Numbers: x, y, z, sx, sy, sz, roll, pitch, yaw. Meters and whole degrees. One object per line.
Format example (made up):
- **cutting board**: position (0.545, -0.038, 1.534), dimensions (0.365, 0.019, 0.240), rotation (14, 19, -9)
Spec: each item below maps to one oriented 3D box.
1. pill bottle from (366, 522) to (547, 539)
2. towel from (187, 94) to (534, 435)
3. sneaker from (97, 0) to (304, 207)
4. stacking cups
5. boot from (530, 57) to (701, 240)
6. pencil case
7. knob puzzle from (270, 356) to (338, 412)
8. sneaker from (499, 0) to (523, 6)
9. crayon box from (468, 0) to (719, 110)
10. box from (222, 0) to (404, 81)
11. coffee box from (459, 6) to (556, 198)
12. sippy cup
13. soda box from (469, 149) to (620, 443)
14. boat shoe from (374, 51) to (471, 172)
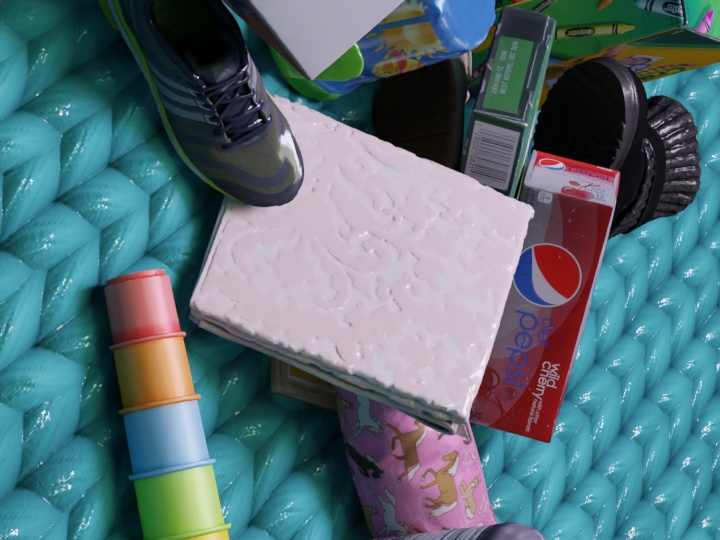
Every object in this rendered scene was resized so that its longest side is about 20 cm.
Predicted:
- **pill bottle**: position (0.062, 0.219, 1.585), dimensions (0.106, 0.199, 0.107), rotation (22, 63, -53)
- **towel**: position (0.001, -0.007, 1.613), dimensions (0.199, 0.032, 0.191), rotation (23, 54, -6)
- **sneaker**: position (-0.095, -0.117, 1.536), dimensions (0.074, 0.081, 0.200), rotation (-39, 115, -9)
- **stacking cups**: position (-0.112, 0.100, 1.479), dimensions (0.060, 0.060, 0.201), rotation (-3, 83, -58)
- **boot**: position (0.208, -0.102, 1.917), dimensions (0.158, 0.211, 0.079), rotation (-26, 61, -33)
- **pencil case**: position (0.044, 0.141, 1.671), dimensions (0.083, 0.086, 0.201), rotation (-35, 119, -41)
- **knob puzzle**: position (0.000, 0.000, 1.713), dimensions (0.219, 0.030, 0.221), rotation (23, 62, -52)
- **sneaker**: position (0.110, -0.258, 1.916), dimensions (0.084, 0.077, 0.200), rotation (61, 14, 16)
- **crayon box**: position (0.184, -0.178, 1.895), dimensions (0.119, 0.199, 0.059), rotation (8, 71, -56)
- **box**: position (-0.069, -0.232, 1.505), dimensions (0.152, 0.106, 0.200), rotation (51, -3, -36)
- **coffee box**: position (0.094, -0.072, 1.766), dimensions (0.200, 0.044, 0.123), rotation (99, 6, -46)
- **sippy cup**: position (0.018, -0.191, 1.694), dimensions (0.140, 0.130, 0.179), rotation (37, 56, -52)
- **soda box**: position (0.131, 0.020, 1.780), dimensions (0.063, 0.070, 0.201), rotation (-69, 173, -62)
- **boat shoe**: position (0.054, -0.138, 1.804), dimensions (0.065, 0.072, 0.201), rotation (25, 55, -51)
